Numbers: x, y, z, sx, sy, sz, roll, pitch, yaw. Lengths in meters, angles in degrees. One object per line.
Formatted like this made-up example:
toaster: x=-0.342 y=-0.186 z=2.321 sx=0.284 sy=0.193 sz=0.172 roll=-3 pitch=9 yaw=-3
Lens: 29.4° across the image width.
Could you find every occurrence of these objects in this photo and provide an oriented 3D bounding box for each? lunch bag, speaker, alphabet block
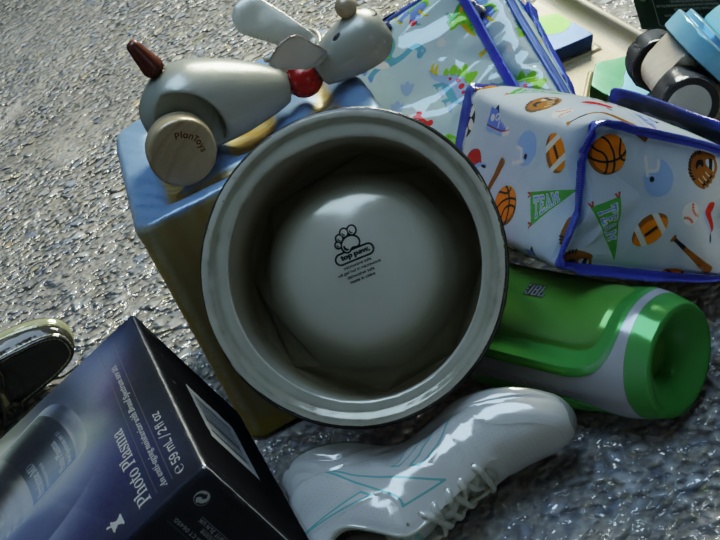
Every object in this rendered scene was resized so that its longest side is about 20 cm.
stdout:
lunch bag: x=0.092 y=-0.135 z=1.113 sx=0.160 sy=0.082 sz=0.202 roll=-30 pitch=67 yaw=14
speaker: x=0.131 y=0.042 z=0.922 sx=0.199 sy=0.089 sz=0.088 roll=11 pitch=46 yaw=46
lunch bag: x=0.185 y=-0.061 z=0.964 sx=0.198 sy=0.125 sz=0.170 roll=8 pitch=12 yaw=-27
alphabet block: x=-0.055 y=-0.032 z=1.060 sx=0.195 sy=0.201 sz=0.196 roll=-25 pitch=31 yaw=0

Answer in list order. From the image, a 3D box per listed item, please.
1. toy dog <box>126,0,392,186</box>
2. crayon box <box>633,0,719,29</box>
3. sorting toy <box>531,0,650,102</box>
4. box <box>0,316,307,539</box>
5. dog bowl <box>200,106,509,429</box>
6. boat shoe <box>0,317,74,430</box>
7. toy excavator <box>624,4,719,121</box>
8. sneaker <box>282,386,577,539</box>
toy dog: x=-0.085 y=-0.149 z=0.966 sx=0.199 sy=0.097 sz=0.131 roll=-39 pitch=33 yaw=-21
crayon box: x=0.361 y=-0.305 z=1.316 sx=0.125 sy=0.052 sz=0.200 roll=6 pitch=44 yaw=42
sorting toy: x=0.169 y=-0.156 z=1.176 sx=0.184 sy=0.037 sz=0.200 roll=36 pitch=65 yaw=28
box: x=-0.156 y=0.169 z=0.847 sx=0.198 sy=0.123 sz=0.200 roll=-43 pitch=31 yaw=0
dog bowl: x=0.000 y=0.000 z=0.894 sx=0.198 sy=0.202 sz=0.074 roll=-21 pitch=-6 yaw=7
boat shoe: x=-0.327 y=0.117 z=1.168 sx=0.199 sy=0.072 sz=0.066 roll=-31 pitch=41 yaw=-8
toy excavator: x=0.335 y=-0.162 z=1.052 sx=0.200 sy=0.194 sz=0.100 roll=-47 pitch=24 yaw=20
sneaker: x=0.047 y=0.138 z=0.868 sx=0.198 sy=0.071 sz=0.081 roll=-22 pitch=44 yaw=12
